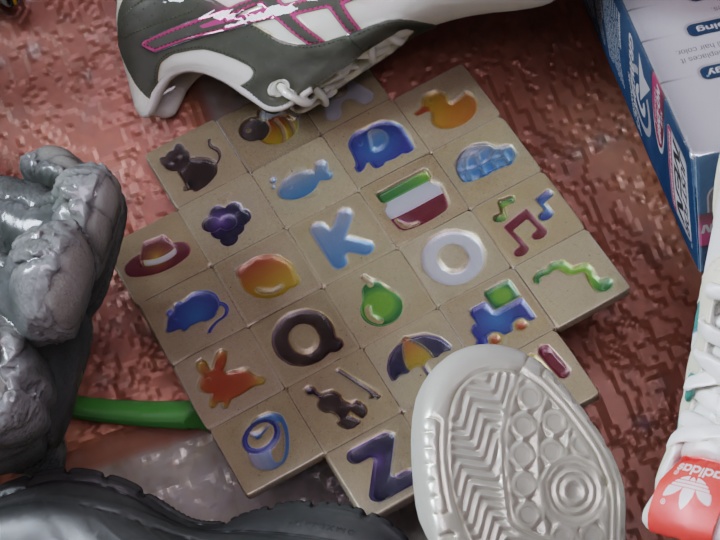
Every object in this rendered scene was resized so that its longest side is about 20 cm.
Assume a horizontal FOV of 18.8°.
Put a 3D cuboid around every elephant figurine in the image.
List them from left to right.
[{"bbox_3d":[-0.193,-0.009,0.784,0.199,0.142,0.156,17,96,-1],"label":"elephant figurine"}]

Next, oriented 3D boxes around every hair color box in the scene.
[{"bbox_3d":[0.147,-0.094,0.835,0.100,0.061,0.200,-13,43,-1],"label":"hair color box"}]

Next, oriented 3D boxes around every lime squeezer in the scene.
[{"bbox_3d":[-0.035,0.037,0.855,0.199,0.038,0.071,-22,72,-4],"label":"lime squeezer"}]

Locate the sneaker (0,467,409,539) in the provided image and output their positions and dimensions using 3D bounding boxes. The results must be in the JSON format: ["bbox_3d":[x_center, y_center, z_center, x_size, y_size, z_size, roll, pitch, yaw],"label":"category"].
[{"bbox_3d":[-0.078,0.126,0.780,0.199,0.076,0.091,-1,33,17],"label":"sneaker"}]

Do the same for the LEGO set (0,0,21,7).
[{"bbox_3d":[-0.176,-0.123,0.845,0.116,0.200,0.154,-24,52,-8],"label":"LEGO set"}]

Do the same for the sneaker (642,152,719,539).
[{"bbox_3d":[0.137,0.048,0.723,0.093,0.200,0.070,-24,25,-37],"label":"sneaker"}]

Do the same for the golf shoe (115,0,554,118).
[{"bbox_3d":[-0.006,-0.104,0.877,0.199,0.077,0.088,1,89,23],"label":"golf shoe"}]

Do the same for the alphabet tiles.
[{"bbox_3d":[0.000,0.000,0.851,0.166,0.006,0.200,-28,56,-8],"label":"alphabet tiles"}]

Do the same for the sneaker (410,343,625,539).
[{"bbox_3d":[0.061,0.127,0.775,0.077,0.111,0.200,-26,89,-19],"label":"sneaker"}]
